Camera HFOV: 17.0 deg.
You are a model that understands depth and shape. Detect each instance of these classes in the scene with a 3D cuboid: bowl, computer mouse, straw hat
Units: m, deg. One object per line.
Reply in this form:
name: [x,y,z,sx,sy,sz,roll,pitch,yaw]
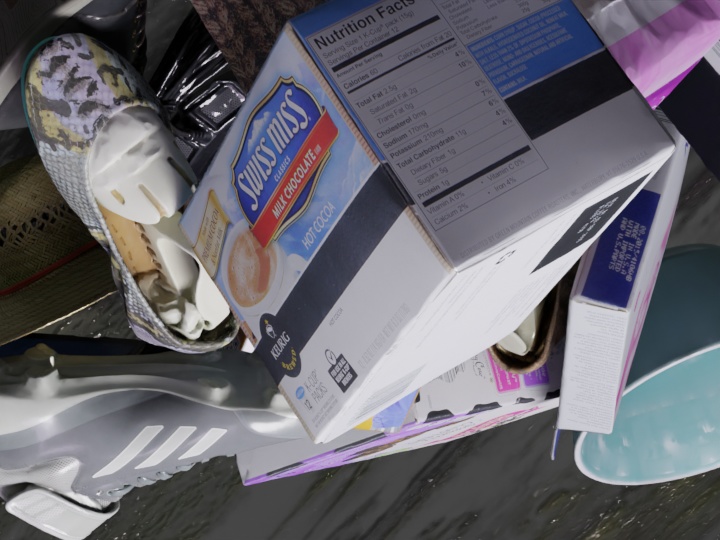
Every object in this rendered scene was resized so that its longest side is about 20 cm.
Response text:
bowl: [0.228,0.055,1.680,0.199,0.106,0.201,-14,151,-8]
computer mouse: [-0.063,-0.103,1.291,0.141,0.046,0.199,-48,158,25]
straw hat: [-0.167,-0.025,1.325,0.200,0.086,0.201,-25,-174,3]

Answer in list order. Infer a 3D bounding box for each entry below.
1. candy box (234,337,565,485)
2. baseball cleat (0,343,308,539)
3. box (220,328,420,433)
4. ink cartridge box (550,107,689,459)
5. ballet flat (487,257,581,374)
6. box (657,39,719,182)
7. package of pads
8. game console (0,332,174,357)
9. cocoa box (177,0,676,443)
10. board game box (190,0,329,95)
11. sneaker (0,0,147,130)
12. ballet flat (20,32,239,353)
candy box: [0.039,0.073,1.550,0.199,0.072,0.167,-7,168,-46]
baseball cleat: [-0.113,0.089,1.269,0.198,0.070,0.107,4,114,-2]
box: [0.000,0.000,1.333,0.118,0.042,0.201,8,127,-24]
ink cartridge box: [0.163,-0.009,1.455,0.043,0.198,0.201,14,150,10]
ballet flat: [0.096,-0.004,1.401,0.067,0.068,0.201,-56,155,-28]
box: [0.257,-0.161,1.192,0.199,0.118,0.197,-27,155,-24]
package of pads: [0.098,-0.092,1.181,0.120,0.076,0.200,-30,169,-28]
game console: [-0.151,0.019,1.385,0.176,0.116,0.200,-54,-178,10]
cocoa box: [0.023,-0.038,1.084,0.133,0.132,0.200,-28,167,-28]
board game box: [0.032,-0.172,1.131,0.159,0.097,0.199,-41,164,33]
sneaker: [-0.128,-0.144,1.192,0.106,0.075,0.200,-3,149,-50]
ballet flat: [-0.101,-0.033,1.182,0.071,0.072,0.201,-20,133,2]
